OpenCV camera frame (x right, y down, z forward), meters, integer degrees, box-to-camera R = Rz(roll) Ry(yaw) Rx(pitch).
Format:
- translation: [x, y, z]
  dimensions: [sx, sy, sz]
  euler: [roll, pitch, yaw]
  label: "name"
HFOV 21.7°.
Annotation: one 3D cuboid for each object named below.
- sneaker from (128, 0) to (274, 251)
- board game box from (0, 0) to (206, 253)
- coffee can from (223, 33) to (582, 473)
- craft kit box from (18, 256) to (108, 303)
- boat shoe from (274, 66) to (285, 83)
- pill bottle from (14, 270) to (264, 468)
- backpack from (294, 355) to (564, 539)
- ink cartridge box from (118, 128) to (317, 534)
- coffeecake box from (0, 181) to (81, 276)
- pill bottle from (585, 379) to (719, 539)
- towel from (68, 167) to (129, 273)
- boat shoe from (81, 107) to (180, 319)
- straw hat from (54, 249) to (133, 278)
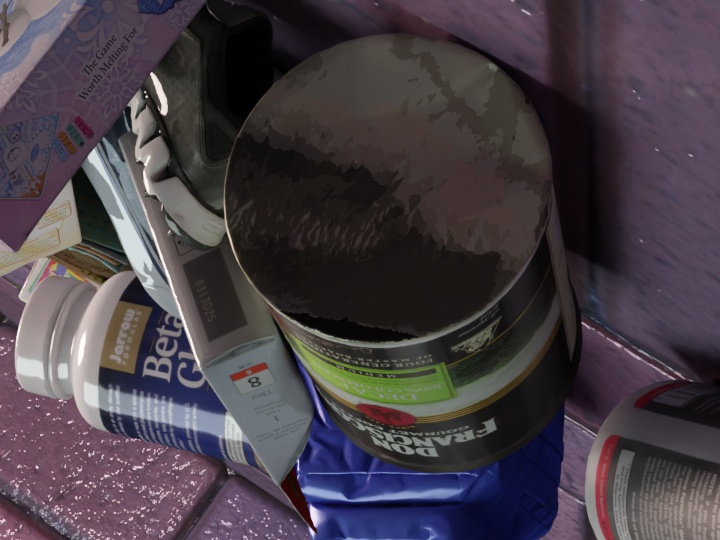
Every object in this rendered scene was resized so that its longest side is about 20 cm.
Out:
- translation: [-0.087, -0.114, 0.927]
  dimensions: [0.066, 0.090, 0.201]
  euler: [18, -139, -60]
  label: "sneaker"
- translation: [-0.134, -0.107, 0.804]
  dimensions: [0.043, 0.200, 0.200]
  euler: [41, 166, -27]
  label: "board game box"
- translation: [0.027, -0.002, 0.894]
  dimensions: [0.146, 0.147, 0.200]
  euler: [30, 167, 20]
  label: "coffee can"
- translation: [-0.154, 0.030, 1.478]
  dimensions: [0.199, 0.049, 0.198]
  euler: [28, -166, -4]
  label: "craft kit box"
- translation: [-0.028, -0.045, 1.078]
  dimensions: [0.086, 0.075, 0.202]
  euler: [28, 156, 19]
  label: "boat shoe"
- translation: [-0.126, 0.062, 1.267]
  dimensions: [0.198, 0.112, 0.111]
  euler: [11, 162, 13]
  label: "pill bottle"
- translation: [0.041, 0.123, 1.202]
  dimensions: [0.161, 0.169, 0.200]
  euler: [3, 168, 21]
  label: "backpack"
- translation: [-0.057, 0.031, 1.014]
  dimensions: [0.200, 0.050, 0.163]
  euler: [59, -174, -54]
  label: "ink cartridge box"
- translation: [-0.231, -0.118, 1.066]
  dimensions: [0.154, 0.073, 0.201]
  euler: [54, 158, 33]
  label: "coffeecake box"
- translation: [0.209, 0.121, 0.950]
  dimensions: [0.111, 0.111, 0.200]
  euler: [40, 167, -23]
  label: "pill bottle"
- translation: [-0.215, -0.081, 1.201]
  dimensions: [0.198, 0.147, 0.022]
  euler: [20, 133, 3]
  label: "towel"
- translation: [-0.100, -0.049, 1.113]
  dimensions: [0.090, 0.071, 0.201]
  euler: [-12, 132, 20]
  label: "boat shoe"
- translation: [-0.201, -0.074, 1.366]
  dimensions: [0.200, 0.086, 0.201]
  euler: [29, -168, -7]
  label: "straw hat"
